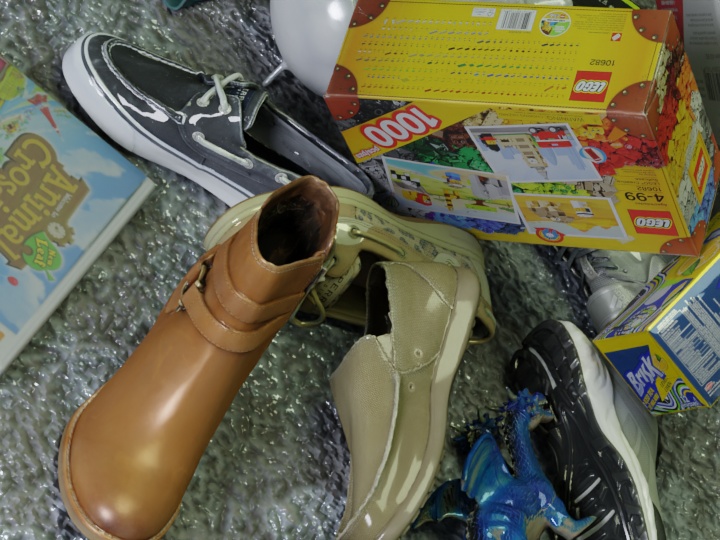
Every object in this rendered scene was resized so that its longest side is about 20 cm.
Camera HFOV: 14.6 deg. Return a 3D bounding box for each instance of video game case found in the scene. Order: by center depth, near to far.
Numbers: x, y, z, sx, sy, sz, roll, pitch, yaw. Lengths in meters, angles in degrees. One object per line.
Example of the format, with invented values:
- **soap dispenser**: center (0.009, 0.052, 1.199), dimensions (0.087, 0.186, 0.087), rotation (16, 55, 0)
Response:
- **video game case**: center (-0.227, -0.050, 1.559), dimensions (0.182, 0.022, 0.200), rotation (40, 40, -4)

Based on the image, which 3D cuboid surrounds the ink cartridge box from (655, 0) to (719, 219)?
- **ink cartridge box**: center (0.266, -0.093, 1.836), dimensions (0.083, 0.147, 0.200), rotation (-13, 97, -8)

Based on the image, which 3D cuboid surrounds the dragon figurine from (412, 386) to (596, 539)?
- **dragon figurine**: center (0.071, 0.135, 1.606), dimensions (0.099, 0.059, 0.200), rotation (46, 33, 6)

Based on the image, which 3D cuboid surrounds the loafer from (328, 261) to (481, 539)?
- **loafer**: center (0.013, 0.078, 1.596), dimensions (0.067, 0.076, 0.200), rotation (22, 54, -8)

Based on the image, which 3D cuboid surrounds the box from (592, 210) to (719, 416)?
- **box**: center (0.236, -0.002, 1.699), dimensions (0.200, 0.070, 0.064), rotation (-43, 101, -23)

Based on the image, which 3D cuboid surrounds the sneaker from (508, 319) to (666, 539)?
- **sneaker**: center (0.154, 0.119, 1.686), dimensions (0.079, 0.074, 0.200), rotation (17, 46, -36)

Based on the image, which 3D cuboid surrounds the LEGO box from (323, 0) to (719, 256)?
- **LEGO box**: center (0.099, -0.085, 1.670), dimensions (0.149, 0.200, 0.077), rotation (61, 40, -52)

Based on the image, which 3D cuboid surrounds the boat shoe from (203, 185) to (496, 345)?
- **boat shoe**: center (0.000, 0.000, 1.661), dimensions (0.200, 0.073, 0.063), rotation (8, 48, -35)

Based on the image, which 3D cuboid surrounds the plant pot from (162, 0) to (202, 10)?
- **plant pot**: center (-0.060, -0.279, 1.811), dimensions (0.200, 0.141, 0.141), rotation (-22, 71, -50)

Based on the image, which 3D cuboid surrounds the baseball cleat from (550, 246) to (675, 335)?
- **baseball cleat**: center (0.150, -0.019, 1.807), dimensions (0.200, 0.070, 0.106), rotation (32, 47, -7)

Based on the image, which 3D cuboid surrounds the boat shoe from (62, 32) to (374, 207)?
- **boat shoe**: center (-0.082, -0.087, 1.674), dimensions (0.200, 0.068, 0.072), rotation (37, 40, -8)

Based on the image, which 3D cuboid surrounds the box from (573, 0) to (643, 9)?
- **box**: center (0.135, -0.136, 1.915), dimensions (0.200, 0.048, 0.193), rotation (33, 38, -11)

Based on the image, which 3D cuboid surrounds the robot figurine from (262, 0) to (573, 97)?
- **robot figurine**: center (0.029, -0.170, 1.766), dimensions (0.200, 0.113, 0.170), rotation (-13, 103, -7)

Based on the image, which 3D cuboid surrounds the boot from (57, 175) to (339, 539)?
- **boot**: center (-0.078, 0.047, 1.490), dimensions (0.077, 0.155, 0.200), rotation (39, 40, -6)
